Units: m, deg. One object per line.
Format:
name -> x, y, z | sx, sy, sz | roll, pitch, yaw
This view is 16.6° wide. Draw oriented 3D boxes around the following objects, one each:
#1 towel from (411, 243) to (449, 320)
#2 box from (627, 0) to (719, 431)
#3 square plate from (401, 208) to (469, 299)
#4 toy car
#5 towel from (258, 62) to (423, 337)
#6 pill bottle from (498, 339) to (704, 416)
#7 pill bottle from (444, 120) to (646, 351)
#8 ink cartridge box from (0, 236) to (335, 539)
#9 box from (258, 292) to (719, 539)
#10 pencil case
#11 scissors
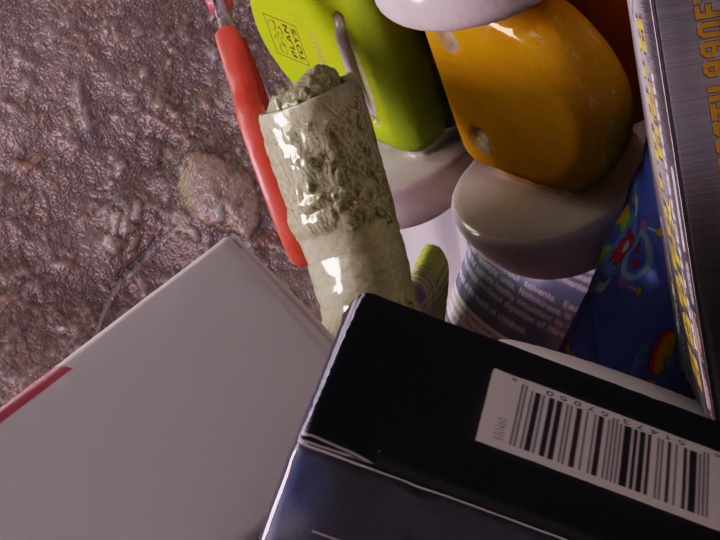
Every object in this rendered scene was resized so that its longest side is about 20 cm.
towel -> -0.012, 0.082, 1.043 | 0.200, 0.023, 0.144 | -46, -28, -58
box -> 0.107, -0.057, 0.724 | 0.158, 0.048, 0.200 | -69, -30, -82
square plate -> 0.103, -0.042, 1.202 | 0.200, 0.028, 0.198 | -33, -43, -22
toy car -> 0.050, -0.106, 1.014 | 0.150, 0.200, 0.175 | -45, -47, -29
towel -> 0.000, 0.000, 0.889 | 0.200, 0.036, 0.149 | -95, -11, -86
pill bottle -> 0.053, 0.130, 0.778 | 0.114, 0.114, 0.200 | -47, -23, -86
pill bottle -> 0.118, -0.027, 1.111 | 0.120, 0.119, 0.200 | -66, -5, -69
ink cartridge box -> -0.065, 0.098, 0.795 | 0.145, 0.083, 0.200 | -39, -20, -16
box -> 0.030, 0.132, 0.639 | 0.107, 0.148, 0.200 | -67, -4, -69
pencil case -> 0.122, 0.009, 0.934 | 0.087, 0.078, 0.200 | -118, 47, -81
scissors -> -0.052, -0.097, 0.975 | 0.073, 0.014, 0.200 | -18, -90, -84
